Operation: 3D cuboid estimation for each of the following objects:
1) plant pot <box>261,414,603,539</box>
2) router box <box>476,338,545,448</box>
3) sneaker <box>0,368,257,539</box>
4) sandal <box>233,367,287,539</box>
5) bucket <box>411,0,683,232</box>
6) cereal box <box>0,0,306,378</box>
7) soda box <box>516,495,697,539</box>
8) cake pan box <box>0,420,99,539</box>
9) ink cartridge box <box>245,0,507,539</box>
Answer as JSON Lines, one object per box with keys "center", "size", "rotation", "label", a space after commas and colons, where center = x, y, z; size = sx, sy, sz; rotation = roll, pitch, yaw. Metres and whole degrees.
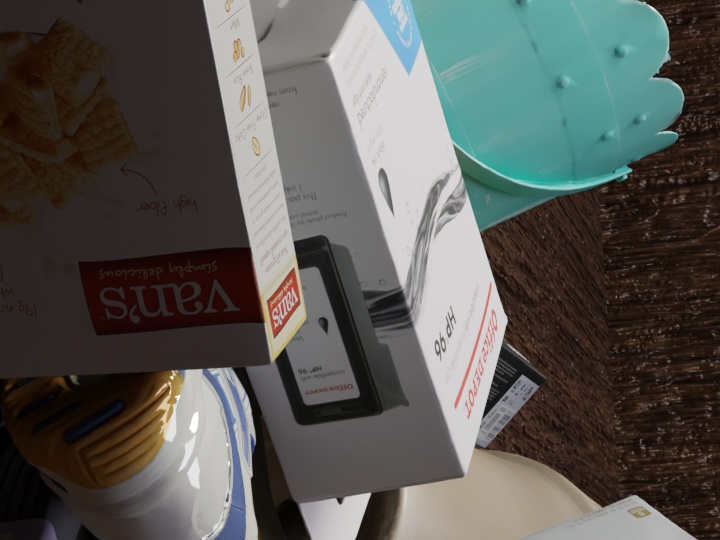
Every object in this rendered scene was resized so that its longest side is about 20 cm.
{"center": [0.011, 0.147, 1.026], "size": [0.174, 0.200, 0.200], "rotation": [47, 37, -46], "label": "plant pot"}
{"center": [0.002, 0.009, 1.090], "size": [0.157, 0.052, 0.200], "rotation": [42, 2, 15], "label": "router box"}
{"center": [-0.077, 0.033, 0.750], "size": [0.088, 0.075, 0.200], "rotation": [60, 10, -30], "label": "sneaker"}
{"center": [-0.046, 0.031, 0.852], "size": [0.080, 0.054, 0.200], "rotation": [131, -53, -70], "label": "sandal"}
{"center": [0.043, -0.114, 1.080], "size": [0.207, 0.135, 0.207], "rotation": [57, -9, 13], "label": "bucket"}
{"center": [-0.102, -0.066, 0.631], "size": [0.040, 0.144, 0.200], "rotation": [-53, 136, -63], "label": "cereal box"}
{"center": [0.046, 0.162, 0.919], "size": [0.064, 0.200, 0.068], "rotation": [34, -41, 59], "label": "soda box"}
{"center": [-0.098, 0.149, 0.789], "size": [0.184, 0.052, 0.200], "rotation": [-70, 151, -68], "label": "cake pan box"}
{"center": [0.000, 0.000, 0.807], "size": [0.116, 0.068, 0.200], "rotation": [-67, 143, -60], "label": "ink cartridge box"}
